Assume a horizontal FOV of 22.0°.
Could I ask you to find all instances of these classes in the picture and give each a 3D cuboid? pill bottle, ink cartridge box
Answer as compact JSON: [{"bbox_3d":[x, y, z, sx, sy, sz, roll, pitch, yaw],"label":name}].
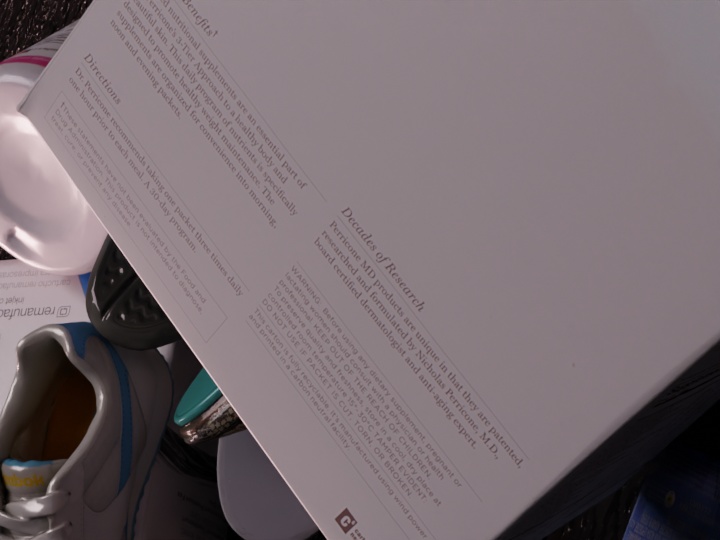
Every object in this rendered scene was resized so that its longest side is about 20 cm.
[{"bbox_3d":[-0.115,-0.089,0.990,0.113,0.113,0.200,-50,-5,41],"label":"pill bottle"},{"bbox_3d":[-0.145,0.099,0.966,0.145,0.084,0.201,-4,65,25],"label":"ink cartridge box"}]

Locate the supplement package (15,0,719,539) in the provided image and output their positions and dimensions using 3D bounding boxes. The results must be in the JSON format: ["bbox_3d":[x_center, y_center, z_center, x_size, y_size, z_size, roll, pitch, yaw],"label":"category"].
[{"bbox_3d":[0.049,-0.049,0.524,0.192,0.147,0.200,52,125,13],"label":"supplement package"}]

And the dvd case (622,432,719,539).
[{"bbox_3d":[0.097,0.158,0.549,0.143,0.017,0.201,24,94,67],"label":"dvd case"}]

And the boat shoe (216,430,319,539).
[{"bbox_3d":[-0.015,0.029,0.853,0.070,0.071,0.201,73,-150,-86],"label":"boat shoe"}]

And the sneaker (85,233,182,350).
[{"bbox_3d":[-0.061,-0.019,0.911,0.200,0.076,0.114,-56,-12,-33],"label":"sneaker"}]

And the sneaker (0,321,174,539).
[{"bbox_3d":[-0.143,0.123,0.854,0.076,0.081,0.201,0,76,25],"label":"sneaker"}]

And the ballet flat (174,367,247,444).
[{"bbox_3d":[0.000,0.000,0.792,0.201,0.075,0.068,-60,16,-5],"label":"ballet flat"}]
